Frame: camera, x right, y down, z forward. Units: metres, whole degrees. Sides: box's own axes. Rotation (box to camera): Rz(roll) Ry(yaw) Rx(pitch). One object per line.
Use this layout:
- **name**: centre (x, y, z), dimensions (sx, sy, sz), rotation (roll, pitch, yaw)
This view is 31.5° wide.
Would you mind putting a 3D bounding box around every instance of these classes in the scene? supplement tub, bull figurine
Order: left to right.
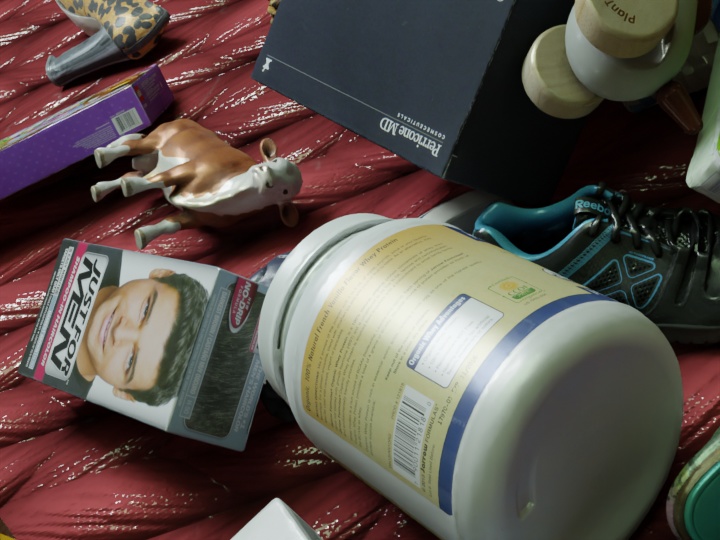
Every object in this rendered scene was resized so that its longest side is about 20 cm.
- **bull figurine**: centre (-0.127, -0.069, 0.969), dimensions (0.121, 0.066, 0.200), rotation (-15, 22, -23)
- **supplement tub**: centre (0.050, 0.056, 0.664), dimensions (0.144, 0.145, 0.200), rotation (-43, 40, -17)

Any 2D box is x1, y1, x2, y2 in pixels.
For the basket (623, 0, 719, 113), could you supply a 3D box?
- **basket**: centre (0.229, -0.209, 0.822), dimensions (0.199, 0.177, 0.140), rotation (-19, 34, 31)

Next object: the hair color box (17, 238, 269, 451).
- **hair color box**: centre (-0.137, 0.042, 0.816), dimensions (0.199, 0.060, 0.100), rotation (9, 80, 50)

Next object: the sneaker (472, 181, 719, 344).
- **sneaker**: centre (0.157, -0.007, 0.717), dimensions (0.199, 0.082, 0.073), rotation (-8, 41, 24)

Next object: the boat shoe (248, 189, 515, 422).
- **boat shoe**: centre (0.000, 0.000, 0.813), dimensions (0.200, 0.075, 0.093), rotation (-36, 46, -8)

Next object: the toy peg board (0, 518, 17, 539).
- **toy peg board**: centre (-0.223, 0.205, 0.646), dimensions (0.097, 0.200, 0.201), rotation (14, 53, 22)

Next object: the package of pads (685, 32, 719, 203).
- **package of pads**: centre (0.269, -0.089, 0.692), dimensions (0.154, 0.068, 0.201), rotation (27, 52, -4)

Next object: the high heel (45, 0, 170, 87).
- **high heel**: centre (-0.243, -0.284, 1.283), dimensions (0.142, 0.071, 0.201), rotation (-18, 55, 24)

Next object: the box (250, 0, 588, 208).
- **box**: centre (0.053, -0.163, 0.789), dimensions (0.200, 0.104, 0.183), rotation (34, 104, 44)

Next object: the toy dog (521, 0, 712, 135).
- **toy dog**: centre (0.179, -0.149, 0.679), dimensions (0.200, 0.096, 0.132), rotation (-49, -1, 0)

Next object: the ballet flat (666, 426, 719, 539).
- **ballet flat**: centre (0.227, 0.071, 0.608), dimensions (0.199, 0.069, 0.071), rotation (-27, 20, -3)

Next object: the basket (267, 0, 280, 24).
- **basket**: centre (0.025, -0.237, 0.965), dimensions (0.199, 0.150, 0.143), rotation (-8, -1, 25)

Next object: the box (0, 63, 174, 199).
- **box**: centre (-0.263, -0.110, 1.097), dimensions (0.199, 0.039, 0.137), rotation (-25, 14, 7)

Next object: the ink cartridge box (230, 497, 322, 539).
- **ink cartridge box**: centre (-0.054, 0.226, 0.586), dimensions (0.176, 0.045, 0.200), rotation (-44, 34, -3)
